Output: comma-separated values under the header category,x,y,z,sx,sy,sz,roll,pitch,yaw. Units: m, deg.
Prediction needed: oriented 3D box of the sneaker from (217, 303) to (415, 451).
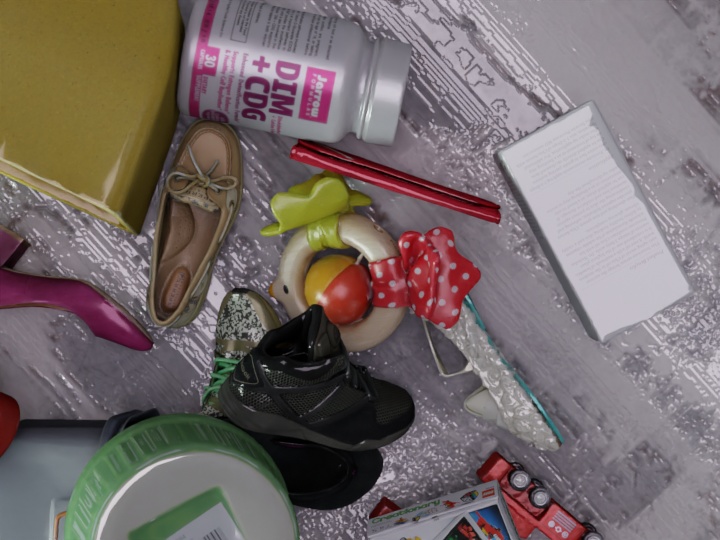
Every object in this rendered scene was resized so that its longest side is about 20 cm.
category,x,y,z,sx,sy,sz,roll,pitch,yaw
sneaker,-0.018,0.097,1.346,0.199,0.076,0.114,14,126,-31

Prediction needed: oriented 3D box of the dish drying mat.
category,x,y,z,sx,sy,sz,roll,pitch,yaw
dish drying mat,0.034,-0.084,1.387,0.199,0.077,0.018,18,99,-1

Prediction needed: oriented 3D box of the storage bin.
category,x,y,z,sx,sy,sz,roll,pitch,yaw
storage bin,-0.270,0.224,1.368,0.133,0.146,0.201,4,91,9

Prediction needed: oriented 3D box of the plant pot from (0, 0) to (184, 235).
category,x,y,z,sx,sy,sz,roll,pitch,yaw
plant pot,-0.252,-0.169,1.332,0.195,0.194,0.201,24,85,-1

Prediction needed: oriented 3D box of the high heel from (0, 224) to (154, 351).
category,x,y,z,sx,sy,sz,roll,pitch,yaw
high heel,-0.290,0.043,1.390,0.199,0.067,0.096,32,81,13

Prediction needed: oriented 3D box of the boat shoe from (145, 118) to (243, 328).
category,x,y,z,sx,sy,sz,roll,pitch,yaw
boat shoe,-0.154,-0.043,1.392,0.073,0.063,0.201,11,91,0

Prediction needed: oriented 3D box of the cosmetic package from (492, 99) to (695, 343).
category,x,y,z,sx,sy,sz,roll,pitch,yaw
cosmetic package,0.214,-0.045,1.393,0.101,0.071,0.201,-28,91,0

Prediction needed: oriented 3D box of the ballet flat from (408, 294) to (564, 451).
category,x,y,z,sx,sy,sz,roll,pitch,yaw
ballet flat,0.111,0.092,1.400,0.072,0.072,0.201,-33,83,0

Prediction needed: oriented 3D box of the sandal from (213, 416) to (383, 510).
category,x,y,z,sx,sy,sz,roll,pitch,yaw
sandal,-0.058,0.179,1.363,0.200,0.048,0.076,12,91,-34

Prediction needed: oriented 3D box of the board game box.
category,x,y,z,sx,sy,sz,roll,pitch,yaw
board game box,0.099,0.298,1.376,0.126,0.035,0.201,-18,111,9

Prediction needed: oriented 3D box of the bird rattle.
category,x,y,z,sx,sy,sz,roll,pitch,yaw
bird rattle,0.000,0.000,1.379,0.200,0.113,0.163,35,118,5

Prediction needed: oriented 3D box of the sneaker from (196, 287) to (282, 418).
category,x,y,z,sx,sy,sz,roll,pitch,yaw
sneaker,-0.116,0.116,1.375,0.076,0.089,0.201,2,91,21

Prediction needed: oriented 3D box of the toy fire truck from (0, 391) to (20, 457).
category,x,y,z,sx,sy,sz,roll,pitch,yaw
toy fire truck,-0.403,0.149,1.336,0.112,0.200,0.168,30,95,-36

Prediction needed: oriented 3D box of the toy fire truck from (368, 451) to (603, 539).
category,x,y,z,sx,sy,sz,roll,pitch,yaw
toy fire truck,0.122,0.251,1.410,0.200,0.049,0.141,40,91,-2

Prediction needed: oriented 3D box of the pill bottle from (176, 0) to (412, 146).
category,x,y,z,sx,sy,sz,roll,pitch,yaw
pill bottle,-0.059,-0.178,1.365,0.199,0.113,0.114,11,91,-1

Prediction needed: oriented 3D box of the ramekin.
category,x,y,z,sx,sy,sz,roll,pitch,yaw
ramekin,-0.145,0.226,1.263,0.199,0.098,0.201,-1,94,-15
